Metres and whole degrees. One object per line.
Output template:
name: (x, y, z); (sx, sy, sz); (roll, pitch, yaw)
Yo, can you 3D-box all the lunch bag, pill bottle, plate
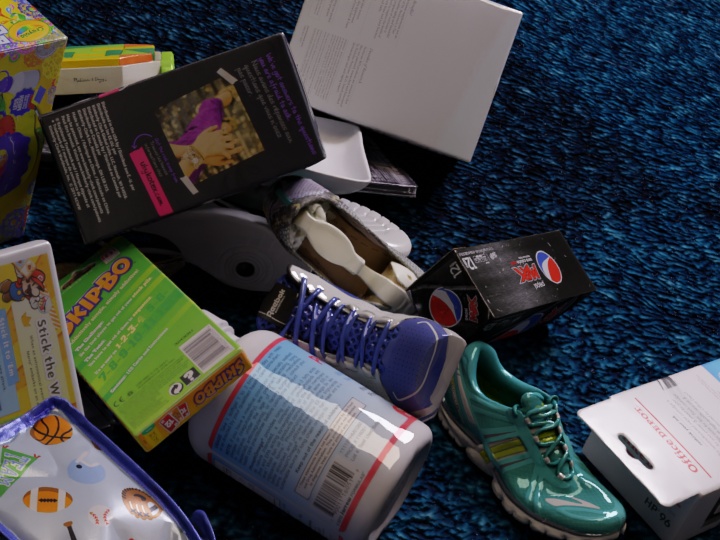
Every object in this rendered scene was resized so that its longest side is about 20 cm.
lunch bag: (-0.162, 0.205, 0.969); (0.200, 0.171, 0.124); (37, 44, 23)
pill bottle: (-0.055, 0.114, 1.190); (0.199, 0.109, 0.109); (31, 37, 12)
plate: (-0.094, -0.113, 1.434); (0.198, 0.033, 0.200); (10, 18, -7)

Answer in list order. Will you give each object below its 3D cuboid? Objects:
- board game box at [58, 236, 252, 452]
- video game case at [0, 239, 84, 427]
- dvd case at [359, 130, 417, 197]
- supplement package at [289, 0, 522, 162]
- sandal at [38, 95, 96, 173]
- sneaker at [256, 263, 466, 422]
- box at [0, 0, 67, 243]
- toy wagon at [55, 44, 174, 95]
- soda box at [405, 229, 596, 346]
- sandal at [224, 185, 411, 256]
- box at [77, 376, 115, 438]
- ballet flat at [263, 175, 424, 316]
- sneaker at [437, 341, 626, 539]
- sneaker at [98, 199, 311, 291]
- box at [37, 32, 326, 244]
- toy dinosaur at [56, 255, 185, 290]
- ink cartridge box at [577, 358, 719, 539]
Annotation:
board game box: (-0.166, 0.047, 1.171); (0.095, 0.030, 0.200); (-39, 44, -12)
video game case: (-0.264, 0.098, 1.054); (0.181, 0.202, 0.023); (-19, 14, -42)
dvd case: (-0.061, -0.110, 1.525); (0.199, 0.016, 0.149); (5, 24, -22)
supplement package: (0.034, -0.210, 1.574); (0.199, 0.153, 0.151); (20, 4, -2)
sandal: (-0.264, -0.116, 1.443); (0.075, 0.048, 0.200); (35, 25, 21)
sneaker: (-0.017, 0.054, 1.242); (0.115, 0.081, 0.199); (24, -3, -30)
box: (-0.356, -0.144, 1.293); (0.122, 0.201, 0.193); (-21, 53, -44)
toy wagon: (-0.246, -0.182, 1.462); (0.154, 0.040, 0.200); (-3, 14, -6)
soda box: (0.125, 0.017, 1.390); (0.199, 0.063, 0.071); (-11, 67, -56)
sandal: (-0.043, -0.041, 1.451); (0.202, 0.050, 0.082); (23, 22, 26)
box: (-0.312, 0.087, 1.149); (0.199, 0.050, 0.199); (-17, 51, -41)
ballet flat: (0.000, 0.000, 1.346); (0.200, 0.072, 0.072); (40, 29, -24)
sneaker: (0.134, 0.138, 1.279); (0.077, 0.080, 0.200); (-18, 52, -41)
sneaker: (-0.133, -0.055, 1.398); (0.199, 0.073, 0.112); (16, 35, -7)
box: (-0.138, -0.103, 1.268); (0.199, 0.107, 0.122); (-19, 4, -5)
toy dinosaur: (-0.230, 0.014, 1.294); (0.199, 0.059, 0.101); (6, 23, -31)
ink cartridge box: (0.269, 0.153, 1.338); (0.199, 0.068, 0.116); (-13, 48, -38)
